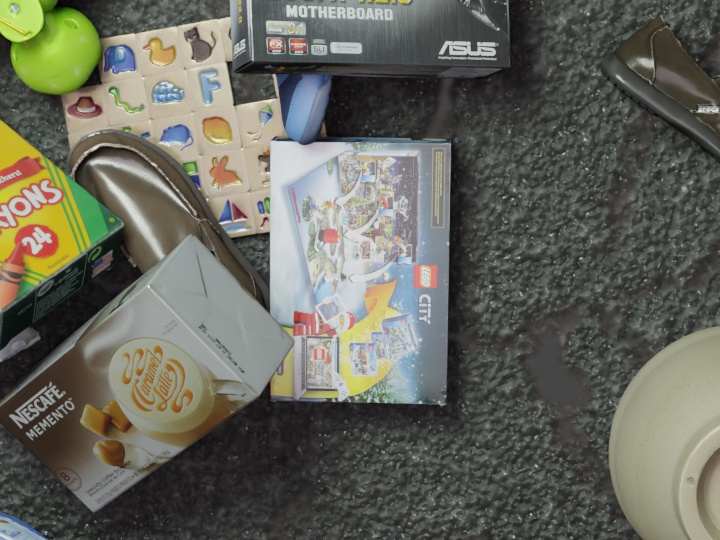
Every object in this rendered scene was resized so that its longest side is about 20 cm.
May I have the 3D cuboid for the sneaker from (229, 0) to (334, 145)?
[{"bbox_3d":[-0.060,-0.191,1.292,0.082,0.074,0.201,-3,86,-12],"label":"sneaker"}]

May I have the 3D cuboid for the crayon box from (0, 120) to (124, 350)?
[{"bbox_3d":[-0.289,-0.048,1.291,0.200,0.127,0.051,38,142,16],"label":"crayon box"}]

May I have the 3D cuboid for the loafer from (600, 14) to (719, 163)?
[{"bbox_3d":[0.272,-0.115,1.281,0.200,0.073,0.071,35,101,0],"label":"loafer"}]

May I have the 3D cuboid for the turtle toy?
[{"bbox_3d":[-0.260,-0.222,1.300,0.145,0.101,0.201,-25,95,7],"label":"turtle toy"}]

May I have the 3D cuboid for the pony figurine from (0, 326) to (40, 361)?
[{"bbox_3d":[-0.352,0.076,1.316,0.166,0.193,0.201,-3,110,-39],"label":"pony figurine"}]

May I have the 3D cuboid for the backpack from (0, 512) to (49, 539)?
[{"bbox_3d":[-0.278,0.279,1.344,0.190,0.154,0.200,39,87,-4],"label":"backpack"}]

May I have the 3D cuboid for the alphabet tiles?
[{"bbox_3d":[-0.126,-0.105,1.352,0.199,0.008,0.168,-9,97,6],"label":"alphabet tiles"}]

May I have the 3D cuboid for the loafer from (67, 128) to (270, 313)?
[{"bbox_3d":[-0.142,-0.025,1.323,0.073,0.071,0.200,-44,97,12],"label":"loafer"}]

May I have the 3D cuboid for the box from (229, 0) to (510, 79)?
[{"bbox_3d":[0.006,-0.219,1.249,0.199,0.048,0.159,0,86,-22],"label":"box"}]

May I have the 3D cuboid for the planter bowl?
[{"bbox_3d":[0.285,0.148,1.285,0.199,0.135,0.201,1,97,5],"label":"planter bowl"}]

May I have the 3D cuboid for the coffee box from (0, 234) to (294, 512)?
[{"bbox_3d":[-0.161,0.078,1.296,0.200,0.080,0.114,-35,103,34],"label":"coffee box"}]

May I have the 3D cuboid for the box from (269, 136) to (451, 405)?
[{"bbox_3d":[0.000,0.000,1.334,0.136,0.038,0.201,1,100,3],"label":"box"}]
